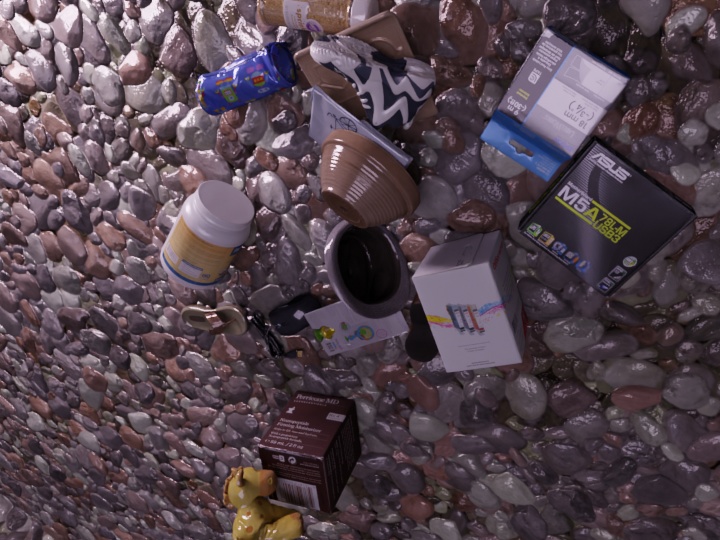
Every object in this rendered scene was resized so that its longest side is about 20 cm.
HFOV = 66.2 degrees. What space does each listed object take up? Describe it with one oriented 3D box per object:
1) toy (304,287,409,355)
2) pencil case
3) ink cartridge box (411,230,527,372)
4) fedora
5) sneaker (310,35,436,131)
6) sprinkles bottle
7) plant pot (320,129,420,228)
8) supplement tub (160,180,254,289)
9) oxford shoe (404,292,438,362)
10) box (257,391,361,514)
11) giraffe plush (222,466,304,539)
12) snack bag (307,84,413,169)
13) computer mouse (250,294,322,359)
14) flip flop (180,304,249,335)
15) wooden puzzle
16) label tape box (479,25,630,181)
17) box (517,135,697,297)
[{"bbox_3d":[-0.006,0.101,1.169,0.198,0.047,0.116,-22,112,18],"label":"toy"},{"bbox_3d":[-0.210,-0.350,1.010,0.198,0.079,0.087,-12,140,26],"label":"pencil case"},{"bbox_3d":[0.204,0.055,1.003,0.143,0.145,0.202,-12,109,27],"label":"ink cartridge box"},{"bbox_3d":[0.000,0.000,1.066,0.090,0.176,0.202,-25,88,59],"label":"fedora"},{"bbox_3d":[0.008,-0.281,0.875,0.197,0.080,0.130,9,134,-14],"label":"sneaker"},{"bbox_3d":[-0.070,-0.432,0.918,0.198,0.068,0.069,15,120,16],"label":"sprinkles bottle"},{"bbox_3d":[-0.002,-0.139,0.957,0.200,0.093,0.201,35,168,8],"label":"plant pot"},{"bbox_3d":[-0.319,-0.073,1.156,0.144,0.145,0.200,39,124,0],"label":"supplement tub"},{"bbox_3d":[0.132,0.111,1.114,0.071,0.072,0.201,11,135,10],"label":"oxford shoe"},{"bbox_3d":[-0.112,0.415,1.284,0.164,0.200,0.166,3,116,21],"label":"box"},{"bbox_3d":[-0.227,0.497,1.179,0.172,0.199,0.164,-27,69,43],"label":"giraffe plush"},{"bbox_3d":[-0.010,-0.218,0.956,0.199,0.021,0.189,37,168,0],"label":"snack bag"},{"bbox_3d":[-0.158,0.140,1.256,0.199,0.046,0.141,-19,105,29],"label":"computer mouse"},{"bbox_3d":[-0.353,0.123,1.321,0.198,0.058,0.082,5,117,21],"label":"flip flop"},{"bbox_3d":[0.014,-0.319,0.929,0.184,0.047,0.200,-12,136,27],"label":"wooden puzzle"},{"bbox_3d":[0.293,-0.248,0.862,0.144,0.063,0.201,33,123,5],"label":"label tape box"},{"bbox_3d":[0.398,-0.084,0.912,0.199,0.048,0.194,37,125,1],"label":"box"}]
